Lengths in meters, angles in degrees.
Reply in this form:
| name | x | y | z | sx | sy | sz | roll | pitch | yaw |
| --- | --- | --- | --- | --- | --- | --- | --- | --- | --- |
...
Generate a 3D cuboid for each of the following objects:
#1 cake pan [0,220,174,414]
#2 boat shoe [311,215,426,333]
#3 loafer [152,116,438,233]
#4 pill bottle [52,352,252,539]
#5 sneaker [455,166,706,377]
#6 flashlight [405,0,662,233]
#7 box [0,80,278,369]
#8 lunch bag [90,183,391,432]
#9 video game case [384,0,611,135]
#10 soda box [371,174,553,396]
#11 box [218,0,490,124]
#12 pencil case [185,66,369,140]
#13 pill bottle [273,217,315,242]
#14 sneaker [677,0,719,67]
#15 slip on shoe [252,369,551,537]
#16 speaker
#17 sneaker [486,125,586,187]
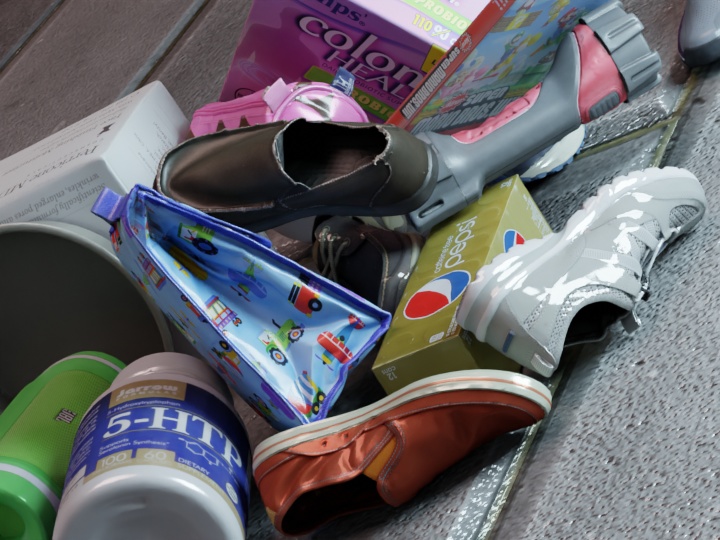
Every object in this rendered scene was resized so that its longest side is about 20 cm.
| name | x | y | z | sx | sy | sz | roll | pitch | yaw |
| --- | --- | --- | --- | --- | --- | --- | --- | --- | --- |
| cake pan | -0.224 | 0.049 | 1.758 | 0.200 | 0.201 | 0.037 | -24 | 16 | 28 |
| boat shoe | 0.000 | 0.000 | 1.663 | 0.073 | 0.075 | 0.200 | 7 | 9 | -9 |
| loafer | -0.050 | -0.074 | 1.561 | 0.199 | 0.071 | 0.073 | -6 | 62 | 18 |
| pill bottle | -0.130 | 0.136 | 1.525 | 0.119 | 0.120 | 0.200 | -30 | 21 | 12 |
| sneaker | 0.151 | 0.007 | 1.470 | 0.200 | 0.082 | 0.075 | -33 | -24 | -30 |
| flashlight | 0.105 | -0.106 | 1.600 | 0.199 | 0.068 | 0.068 | -30 | 13 | -4 |
| box | -0.195 | -0.004 | 1.826 | 0.198 | 0.200 | 0.131 | -24 | 22 | 27 |
| lunch bag | -0.094 | 0.015 | 1.549 | 0.094 | 0.200 | 0.151 | -55 | 4 | -9 |
| video game case | 0.093 | -0.139 | 1.621 | 0.143 | 0.017 | 0.200 | -16 | -26 | -50 |
| soda box | 0.072 | 0.022 | 1.543 | 0.067 | 0.064 | 0.200 | -22 | 23 | 27 |
| box | 0.008 | -0.168 | 1.755 | 0.097 | 0.175 | 0.200 | -62 | 0 | -32 |
| pencil case | -0.065 | -0.092 | 1.714 | 0.091 | 0.094 | 0.200 | -60 | 19 | -16 |
| pill bottle | -0.010 | -0.119 | 1.918 | 0.114 | 0.114 | 0.200 | -18 | 26 | 39 |
| sneaker | 0.262 | -0.229 | 1.771 | 0.074 | 0.088 | 0.200 | -22 | 23 | 31 |
| slip on shoe | 0.026 | 0.111 | 1.433 | 0.199 | 0.074 | 0.062 | -21 | 58 | 20 |
| speaker | -0.213 | 0.130 | 1.621 | 0.088 | 0.089 | 0.200 | -25 | 15 | 24 |
| sneaker | 0.129 | -0.135 | 1.775 | 0.077 | 0.085 | 0.200 | -18 | 27 | 39 |
